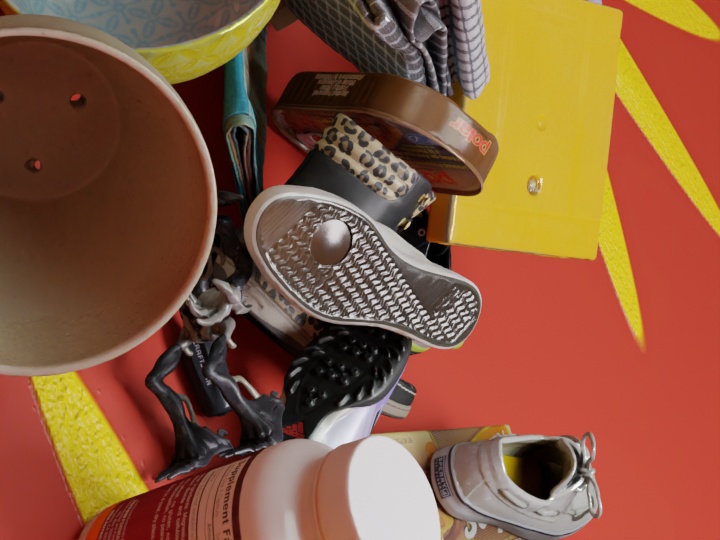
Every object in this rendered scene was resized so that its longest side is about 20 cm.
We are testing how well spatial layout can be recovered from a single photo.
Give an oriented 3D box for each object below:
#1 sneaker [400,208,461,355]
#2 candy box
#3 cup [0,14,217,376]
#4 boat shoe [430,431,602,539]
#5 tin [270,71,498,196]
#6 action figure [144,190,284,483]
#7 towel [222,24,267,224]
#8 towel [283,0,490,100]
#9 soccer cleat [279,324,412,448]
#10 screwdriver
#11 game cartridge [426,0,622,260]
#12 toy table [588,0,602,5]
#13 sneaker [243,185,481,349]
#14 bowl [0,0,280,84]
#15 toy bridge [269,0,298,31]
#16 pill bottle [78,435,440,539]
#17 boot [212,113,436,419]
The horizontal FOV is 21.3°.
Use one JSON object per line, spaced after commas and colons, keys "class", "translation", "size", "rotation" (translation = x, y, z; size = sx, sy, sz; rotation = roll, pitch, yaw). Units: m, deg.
{"class": "sneaker", "translation": [0.037, -0.033, 1.458], "size": [0.072, 0.083, 0.200], "rotation": [-6, 76, -58]}
{"class": "candy box", "translation": [0.054, 0.176, 1.380], "size": [0.200, 0.055, 0.116], "rotation": [4, 68, -56]}
{"class": "cup", "translation": [-0.184, -0.063, 1.073], "size": [0.200, 0.200, 0.143], "rotation": [51, 10, -25]}
{"class": "boat shoe", "translation": [0.139, 0.148, 1.391], "size": [0.202, 0.086, 0.075], "rotation": [21, 54, -51]}
{"class": "tin", "translation": [0.017, -0.098, 1.355], "size": [0.112, 0.200, 0.042], "rotation": [41, 72, -32]}
{"class": "action figure", "translation": [-0.114, 0.023, 1.172], "size": [0.102, 0.119, 0.200], "rotation": [-24, 97, -63]}
{"class": "towel", "translation": [-0.079, -0.144, 1.343], "size": [0.147, 0.022, 0.200], "rotation": [85, 3, -59]}
{"class": "towel", "translation": [0.000, -0.208, 1.335], "size": [0.200, 0.086, 0.166], "rotation": [49, -12, 25]}
{"class": "soccer cleat", "translation": [-0.027, 0.112, 1.250], "size": [0.200, 0.068, 0.073], "rotation": [-57, 153, -32]}
{"class": "screwdriver", "translation": [-0.119, -0.001, 1.250], "size": [0.028, 0.029, 0.200], "rotation": [-12, 87, -58]}
{"class": "game cartridge", "translation": [0.126, -0.113, 1.449], "size": [0.176, 0.032, 0.200], "rotation": [6, 89, -45]}
{"class": "toy table", "translation": [0.091, -0.171, 1.535], "size": [0.117, 0.200, 0.184], "rotation": [25, 9, -38]}
{"class": "sneaker", "translation": [-0.015, -0.005, 1.220], "size": [0.200, 0.085, 0.073], "rotation": [30, 91, -43]}
{"class": "bowl", "translation": [-0.142, -0.187, 1.241], "size": [0.108, 0.200, 0.200], "rotation": [97, -6, -58]}
{"class": "toy bridge", "translation": [-0.106, -0.268, 1.440], "size": [0.200, 0.027, 0.067], "rotation": [47, 34, -26]}
{"class": "pill bottle", "translation": [-0.058, 0.162, 1.084], "size": [0.113, 0.200, 0.113], "rotation": [34, 45, -42]}
{"class": "boot", "translation": [0.000, 0.000, 1.325], "size": [0.200, 0.073, 0.151], "rotation": [40, 85, -29]}
